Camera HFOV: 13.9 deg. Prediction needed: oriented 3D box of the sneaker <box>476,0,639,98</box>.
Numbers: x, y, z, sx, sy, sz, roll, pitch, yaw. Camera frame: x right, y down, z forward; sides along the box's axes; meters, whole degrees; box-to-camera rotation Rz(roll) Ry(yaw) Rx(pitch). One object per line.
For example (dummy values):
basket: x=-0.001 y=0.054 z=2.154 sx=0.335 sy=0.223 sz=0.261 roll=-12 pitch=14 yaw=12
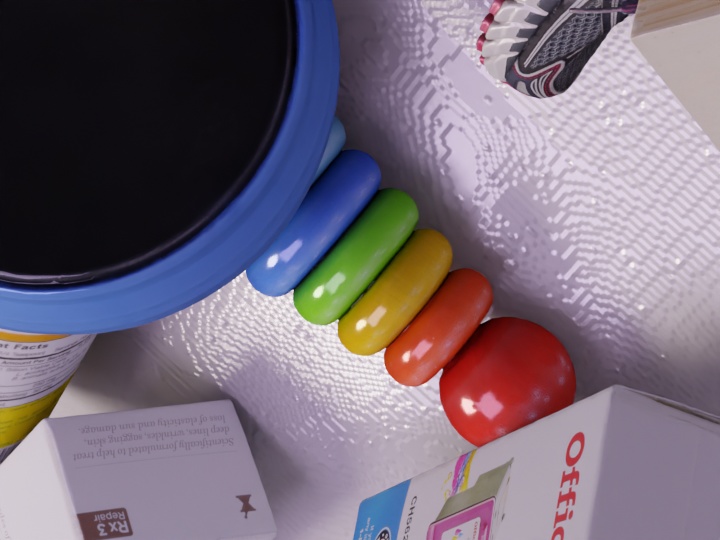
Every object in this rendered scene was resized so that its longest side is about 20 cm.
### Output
sneaker: x=0.111 y=-0.109 z=0.980 sx=0.075 sy=0.081 sz=0.200 roll=46 pitch=138 yaw=-4

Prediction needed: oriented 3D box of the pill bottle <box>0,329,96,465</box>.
pill bottle: x=-0.164 y=0.007 z=1.266 sx=0.109 sy=0.109 sz=0.200 roll=40 pitch=137 yaw=6

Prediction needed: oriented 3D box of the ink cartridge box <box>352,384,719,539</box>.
ink cartridge box: x=0.068 y=0.142 z=1.128 sx=0.085 sy=0.145 sz=0.200 roll=21 pitch=154 yaw=-23

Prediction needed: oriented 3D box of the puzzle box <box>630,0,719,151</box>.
puzzle box: x=0.203 y=-0.063 z=0.930 sx=0.200 sy=0.025 sz=0.133 roll=-12 pitch=136 yaw=34

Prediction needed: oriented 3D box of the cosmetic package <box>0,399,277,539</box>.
cosmetic package: x=-0.131 y=0.133 z=1.334 sx=0.200 sy=0.102 sz=0.074 roll=-45 pitch=57 yaw=46

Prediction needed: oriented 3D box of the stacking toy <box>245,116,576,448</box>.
stacking toy: x=0.000 y=0.000 z=1.159 sx=0.200 sy=0.085 sz=0.085 roll=42 pitch=138 yaw=-3

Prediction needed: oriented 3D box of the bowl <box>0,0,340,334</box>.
bowl: x=-0.109 y=-0.076 z=1.101 sx=0.201 sy=0.201 sz=0.039 roll=32 pitch=173 yaw=14
